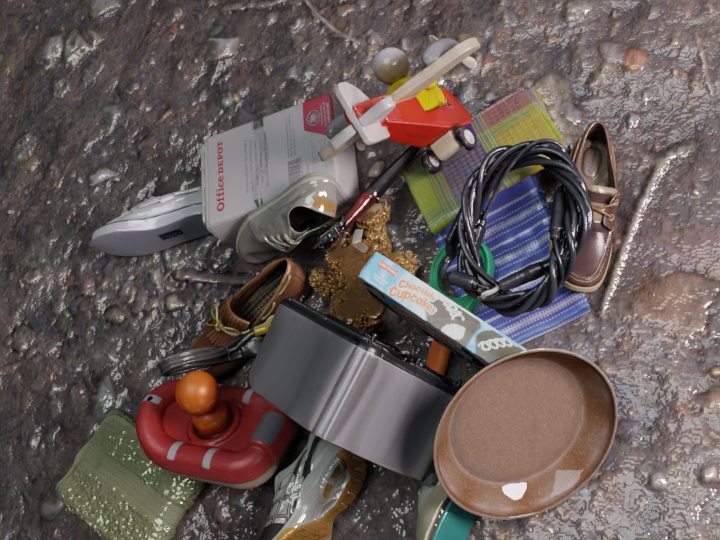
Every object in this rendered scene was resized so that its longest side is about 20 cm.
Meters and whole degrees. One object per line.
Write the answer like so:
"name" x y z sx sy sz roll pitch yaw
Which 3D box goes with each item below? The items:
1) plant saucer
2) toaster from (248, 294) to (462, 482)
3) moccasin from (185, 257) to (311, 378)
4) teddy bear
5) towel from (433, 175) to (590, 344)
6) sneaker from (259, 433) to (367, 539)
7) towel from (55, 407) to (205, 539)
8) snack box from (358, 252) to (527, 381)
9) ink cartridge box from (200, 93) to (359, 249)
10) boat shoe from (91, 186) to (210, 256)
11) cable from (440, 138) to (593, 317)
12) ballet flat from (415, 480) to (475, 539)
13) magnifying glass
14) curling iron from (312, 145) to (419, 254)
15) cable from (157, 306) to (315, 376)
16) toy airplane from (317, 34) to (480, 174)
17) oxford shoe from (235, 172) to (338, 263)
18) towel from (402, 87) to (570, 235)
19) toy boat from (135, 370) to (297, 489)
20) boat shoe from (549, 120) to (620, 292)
"plant saucer" 0.164 0.161 1.039 0.200 0.200 0.037 -40 28 5
"toaster" 0.004 0.129 1.105 0.200 0.181 0.119 24 85 52
"moccasin" -0.152 0.062 1.302 0.201 0.078 0.074 -38 55 6
"teddy bear" 0.000 0.000 1.271 0.145 0.067 0.200 -26 51 3
"towel" 0.172 -0.009 1.202 0.144 0.024 0.201 -27 58 15
"sneaker" -0.073 0.278 1.174 0.088 0.076 0.200 26 77 50
"towel" -0.297 0.276 1.302 0.200 0.036 0.149 26 81 34
"snack box" 0.094 0.059 1.116 0.200 0.116 0.037 34 83 14
"ink cartridge box" -0.109 -0.129 1.367 0.199 0.085 0.146 -15 61 18
"boat shoe" -0.287 -0.072 1.448 0.199 0.074 0.066 -11 57 11
"cable" 0.179 -0.053 1.136 0.163 0.051 0.201 31 95 40
"ballet flat" 0.103 0.233 1.103 0.069 0.069 0.200 23 74 33
"magnifying glass" 0.105 0.056 1.196 0.079 0.022 0.201 9 76 36
"curling iron" 0.013 -0.089 1.269 0.200 0.026 0.050 -46 13 -25
"cable" -0.149 0.086 1.237 0.199 0.097 0.051 -11 81 -13
"toy airplane" 0.039 -0.201 1.203 0.199 0.199 0.142 -15 72 -3
"oxford shoe" -0.097 -0.054 1.296 0.200 0.075 0.058 -35 49 42
"towel" 0.153 -0.138 1.257 0.200 0.023 0.144 -31 44 10
"toy boat" -0.182 0.172 1.218 0.199 0.131 0.131 4 43 28
"boat shoe" 0.257 -0.076 1.150 0.072 0.072 0.201 11 68 8
